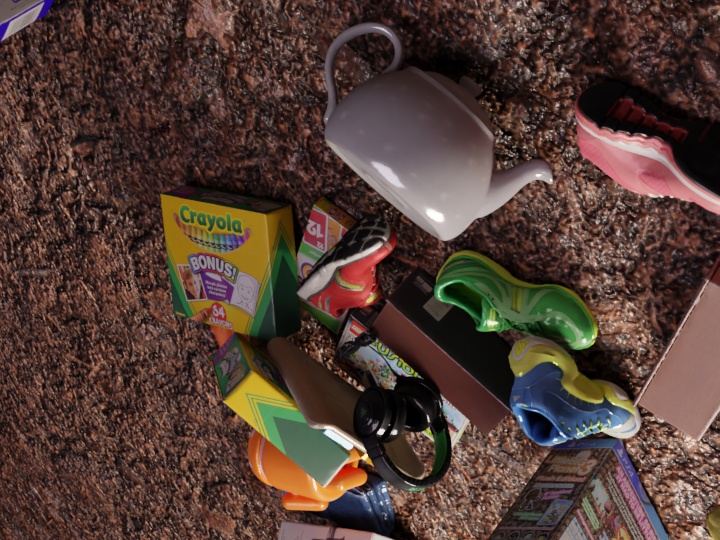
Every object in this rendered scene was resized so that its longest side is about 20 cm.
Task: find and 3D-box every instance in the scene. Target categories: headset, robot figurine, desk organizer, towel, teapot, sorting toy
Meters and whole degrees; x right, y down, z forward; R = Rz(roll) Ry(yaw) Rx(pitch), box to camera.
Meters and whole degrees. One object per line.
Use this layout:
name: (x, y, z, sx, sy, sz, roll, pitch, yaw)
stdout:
headset: (0.035, 0.171, 1.443, 0.094, 0.123, 0.202, -30, 76, 44)
robot figurine: (-0.083, 0.269, 1.729, 0.198, 0.117, 0.145, 9, 138, 38)
desk organizer: (0.351, 0.073, 1.187, 0.076, 0.072, 0.201, 31, 139, 15)
towel: (-0.043, 0.340, 1.809, 0.198, 0.049, 0.113, 11, 130, 36)
teapot: (0.066, -0.141, 1.224, 0.200, 0.147, 0.197, 39, 179, -38)
desk organizer: (0.111, 0.099, 1.442, 0.200, 0.072, 0.077, 42, 144, 6)
sorting toy: (-0.023, 0.180, 1.510, 0.199, 0.037, 0.186, 33, -167, -37)

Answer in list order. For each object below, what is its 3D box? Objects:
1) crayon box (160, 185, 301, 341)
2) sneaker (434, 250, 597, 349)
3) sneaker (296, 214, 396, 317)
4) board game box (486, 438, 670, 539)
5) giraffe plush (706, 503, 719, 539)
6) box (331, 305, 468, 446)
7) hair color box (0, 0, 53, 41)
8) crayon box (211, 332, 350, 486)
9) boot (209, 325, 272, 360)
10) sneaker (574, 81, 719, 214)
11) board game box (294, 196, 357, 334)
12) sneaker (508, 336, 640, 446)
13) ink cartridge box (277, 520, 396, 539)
crayon box: (-0.174, -0.012, 1.582, 0.198, 0.058, 0.175, 12, 115, 37)
sneaker: (0.170, 0.047, 1.332, 0.198, 0.084, 0.075, 23, 136, 26)
sneaker: (0.000, 0.000, 1.433, 0.085, 0.077, 0.200, 39, 148, -9)
board game box: (0.255, 0.323, 1.398, 0.096, 0.200, 0.161, -10, 116, 47)
giraffe plush: (0.466, 0.268, 1.213, 0.172, 0.200, 0.163, 44, 113, 8)
box: (0.060, 0.138, 1.551, 0.199, 0.035, 0.111, 36, 140, 13)
hair color box: (-0.502, -0.401, 1.542, 0.200, 0.109, 0.065, 48, 141, -3)
crayon box: (-0.108, 0.176, 1.550, 0.172, 0.058, 0.200, 42, 180, -16)
boot: (-0.174, 0.109, 1.718, 0.107, 0.075, 0.202, 32, 131, 22)
sneaker: (0.289, -0.102, 1.122, 0.199, 0.074, 0.087, 34, 154, 21)
board game box: (-0.040, 0.002, 1.534, 0.095, 0.030, 0.201, 37, 143, 13)
sneaker: (0.229, 0.161, 1.318, 0.199, 0.106, 0.075, 34, 150, -25)
ink cartridge box: (-0.012, 0.440, 1.790, 0.198, 0.086, 0.144, -4, 157, 44)
